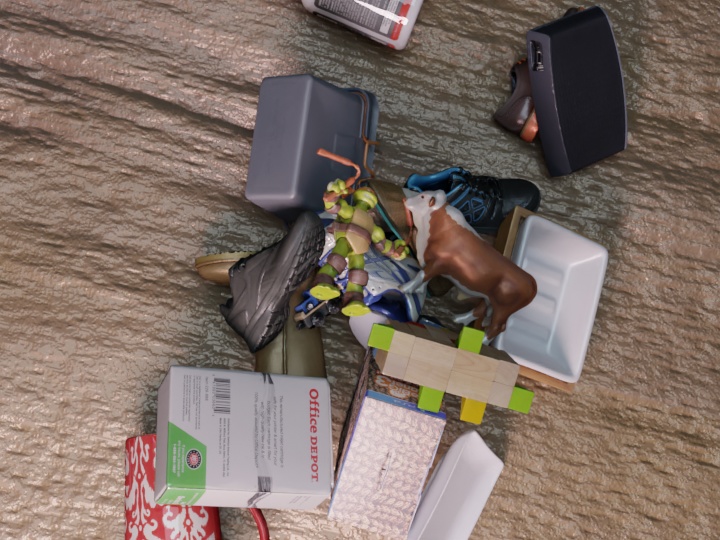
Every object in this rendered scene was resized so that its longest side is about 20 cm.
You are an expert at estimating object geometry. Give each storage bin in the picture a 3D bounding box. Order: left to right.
[{"bbox_3d":[-0.062,-0.150,1.403,0.143,0.134,0.204,2,81,32],"label":"storage bin"}]

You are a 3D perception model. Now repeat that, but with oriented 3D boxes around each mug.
[{"bbox_3d":[-0.212,0.305,1.366,0.175,0.133,0.204,0,76,-26],"label":"mug"}]

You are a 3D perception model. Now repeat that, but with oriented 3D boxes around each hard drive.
[{"bbox_3d":[0.294,-0.236,1.472,0.133,0.042,0.203,-22,112,-21],"label":"hard drive"}]

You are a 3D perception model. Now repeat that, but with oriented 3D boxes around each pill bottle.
[{"bbox_3d":[-0.011,-0.386,1.480,0.197,0.116,0.118,23,80,-2],"label":"pill bottle"}]

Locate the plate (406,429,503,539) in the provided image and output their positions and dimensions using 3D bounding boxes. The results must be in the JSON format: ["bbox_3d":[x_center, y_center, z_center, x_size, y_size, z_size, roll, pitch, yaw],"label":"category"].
[{"bbox_3d":[0.103,0.301,1.363,0.032,0.200,0.202,24,79,25],"label":"plate"}]

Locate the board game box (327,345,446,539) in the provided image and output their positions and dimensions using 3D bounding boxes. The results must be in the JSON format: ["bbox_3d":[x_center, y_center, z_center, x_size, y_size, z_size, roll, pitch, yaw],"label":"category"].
[{"bbox_3d":[0.033,0.194,1.333,0.095,0.200,0.162,16,107,-2],"label":"board game box"}]

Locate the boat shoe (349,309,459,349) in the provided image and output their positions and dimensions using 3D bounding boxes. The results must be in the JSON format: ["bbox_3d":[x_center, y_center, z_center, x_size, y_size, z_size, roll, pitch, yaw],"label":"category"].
[{"bbox_3d":[0.081,0.090,1.446,0.197,0.072,0.068,25,44,-1],"label":"boat shoe"}]

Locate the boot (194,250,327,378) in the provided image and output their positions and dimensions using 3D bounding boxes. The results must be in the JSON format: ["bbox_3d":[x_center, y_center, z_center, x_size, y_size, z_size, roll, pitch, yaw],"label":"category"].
[{"bbox_3d":[-0.128,0.078,1.428,0.172,0.066,0.204,0,83,-5],"label":"boot"}]

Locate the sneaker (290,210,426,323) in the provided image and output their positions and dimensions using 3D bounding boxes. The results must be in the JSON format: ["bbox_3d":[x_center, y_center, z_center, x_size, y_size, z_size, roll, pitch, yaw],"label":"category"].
[{"bbox_3d":[0.000,0.000,1.370,0.198,0.075,0.089,27,45,-18],"label":"sneaker"}]

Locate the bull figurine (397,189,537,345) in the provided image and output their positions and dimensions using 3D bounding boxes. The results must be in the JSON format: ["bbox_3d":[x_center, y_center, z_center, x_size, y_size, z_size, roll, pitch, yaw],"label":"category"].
[{"bbox_3d":[0.118,-0.004,1.336,0.199,0.065,0.122,37,103,-5],"label":"bull figurine"}]

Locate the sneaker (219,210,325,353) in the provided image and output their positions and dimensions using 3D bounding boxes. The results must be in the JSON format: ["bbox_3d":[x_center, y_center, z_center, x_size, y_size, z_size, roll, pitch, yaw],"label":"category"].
[{"bbox_3d":[-0.113,0.004,1.339,0.090,0.076,0.202,38,116,13],"label":"sneaker"}]

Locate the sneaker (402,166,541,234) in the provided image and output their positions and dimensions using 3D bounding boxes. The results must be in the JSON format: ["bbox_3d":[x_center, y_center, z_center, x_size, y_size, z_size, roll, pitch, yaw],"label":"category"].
[{"bbox_3d":[0.147,-0.095,1.461,0.196,0.083,0.074,-8,55,-8],"label":"sneaker"}]

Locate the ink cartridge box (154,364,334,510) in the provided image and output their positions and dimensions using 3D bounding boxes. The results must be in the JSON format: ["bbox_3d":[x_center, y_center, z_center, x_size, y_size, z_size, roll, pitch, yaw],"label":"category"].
[{"bbox_3d":[-0.138,0.201,1.309,0.196,0.084,0.148,8,62,-19],"label":"ink cartridge box"}]

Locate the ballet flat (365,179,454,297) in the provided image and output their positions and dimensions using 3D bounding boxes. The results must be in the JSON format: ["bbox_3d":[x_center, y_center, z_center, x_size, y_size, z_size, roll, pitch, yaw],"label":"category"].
[{"bbox_3d":[0.079,-0.051,1.422,0.072,0.068,0.201,-28,120,8],"label":"ballet flat"}]

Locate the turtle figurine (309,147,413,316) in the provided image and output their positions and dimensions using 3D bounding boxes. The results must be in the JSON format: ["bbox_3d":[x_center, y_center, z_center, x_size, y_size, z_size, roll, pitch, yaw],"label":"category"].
[{"bbox_3d":[-0.014,-0.040,1.300,0.064,0.200,0.164,-1,63,36],"label":"turtle figurine"}]

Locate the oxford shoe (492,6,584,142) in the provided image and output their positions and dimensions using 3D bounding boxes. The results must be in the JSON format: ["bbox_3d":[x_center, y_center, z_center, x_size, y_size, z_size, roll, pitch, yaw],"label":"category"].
[{"bbox_3d":[0.247,-0.280,1.514,0.072,0.071,0.202,26,81,4],"label":"oxford shoe"}]

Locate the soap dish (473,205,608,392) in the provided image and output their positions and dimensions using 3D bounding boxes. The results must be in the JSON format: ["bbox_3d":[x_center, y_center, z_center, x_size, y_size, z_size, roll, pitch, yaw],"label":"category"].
[{"bbox_3d":[0.229,0.039,1.438,0.155,0.081,0.203,20,80,-25],"label":"soap dish"}]

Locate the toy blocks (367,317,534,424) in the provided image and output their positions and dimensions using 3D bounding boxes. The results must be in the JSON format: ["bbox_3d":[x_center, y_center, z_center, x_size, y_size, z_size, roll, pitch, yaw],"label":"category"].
[{"bbox_3d":[0.093,0.100,1.285,0.197,0.137,0.102,16,96,-8],"label":"toy blocks"}]

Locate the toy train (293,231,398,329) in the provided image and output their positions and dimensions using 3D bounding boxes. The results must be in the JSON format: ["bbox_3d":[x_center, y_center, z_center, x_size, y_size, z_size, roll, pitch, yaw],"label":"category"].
[{"bbox_3d":[-0.014,0.009,1.436,0.199,0.034,0.046,-39,99,-27],"label":"toy train"}]
